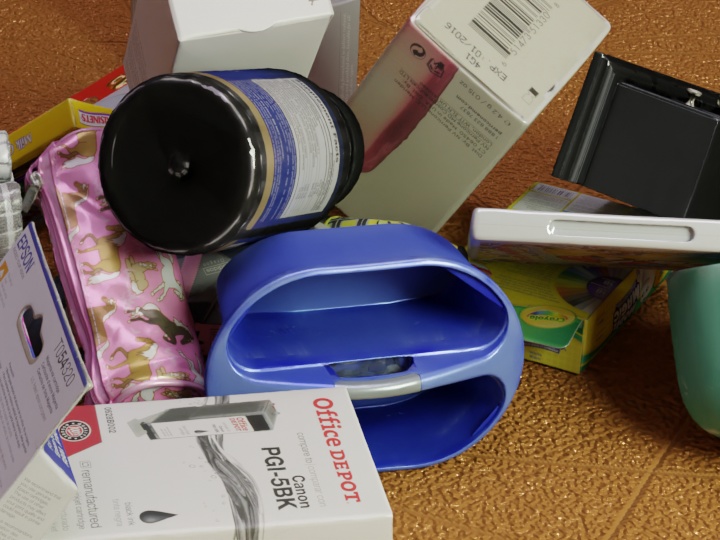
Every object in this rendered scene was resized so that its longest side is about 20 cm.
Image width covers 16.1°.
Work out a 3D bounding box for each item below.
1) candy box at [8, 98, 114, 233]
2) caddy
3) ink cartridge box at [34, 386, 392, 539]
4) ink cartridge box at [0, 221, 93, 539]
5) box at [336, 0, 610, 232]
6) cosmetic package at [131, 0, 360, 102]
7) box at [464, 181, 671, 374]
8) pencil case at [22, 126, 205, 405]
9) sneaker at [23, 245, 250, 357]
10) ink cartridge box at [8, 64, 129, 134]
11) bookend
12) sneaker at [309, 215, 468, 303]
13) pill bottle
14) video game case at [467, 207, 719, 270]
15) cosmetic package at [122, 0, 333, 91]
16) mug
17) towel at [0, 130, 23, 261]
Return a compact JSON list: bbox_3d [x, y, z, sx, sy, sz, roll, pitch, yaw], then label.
[{"bbox_3d":[-0.224,-0.057,1.701,0.199,0.027,0.102,-27,-21,34],"label":"candy box"},{"bbox_3d":[-0.001,0.052,1.553,0.199,0.142,0.105,-6,25,-13],"label":"caddy"},{"bbox_3d":[-0.090,0.140,1.440,0.199,0.083,0.147,-4,28,-11],"label":"ink cartridge box"},{"bbox_3d":[-0.212,0.098,1.413,0.043,0.200,0.197,34,14,-29],"label":"ink cartridge box"},{"bbox_3d":[0.063,-0.119,1.768,0.109,0.200,0.128,41,51,0],"label":"box"},{"bbox_3d":[-0.095,-0.193,2.043,0.200,0.107,0.090,28,37,36],"label":"cosmetic package"},{"bbox_3d":[0.130,0.008,1.745,0.117,0.049,0.200,16,29,23],"label":"box"},{"bbox_3d":[-0.153,0.012,1.592,0.086,0.083,0.201,-15,65,-9],"label":"pencil case"},{"bbox_3d":[-0.130,0.029,1.664,0.199,0.070,0.082,-20,44,-25],"label":"sneaker"},{"bbox_3d":[-0.193,-0.115,1.872,0.160,0.047,0.200,-33,30,-21],"label":"ink cartridge box"},{"bbox_3d":[0.271,-0.066,1.759,0.198,0.093,0.200,24,8,33],"label":"bookend"},{"bbox_3d":[0.000,0.000,1.704,0.076,0.076,0.200,-5,11,-28],"label":"sneaker"},{"bbox_3d":[-0.074,-0.072,1.612,0.111,0.112,0.200,14,10,21],"label":"pill bottle"},{"bbox_3d":[0.160,-0.018,1.622,0.181,0.023,0.200,3,-3,2],"label":"video game case"},{"bbox_3d":[-0.092,-0.154,1.703,0.107,0.200,0.085,-10,71,-16],"label":"cosmetic package"},{"bbox_3d":[0.277,0.050,1.589,0.151,0.115,0.185,-9,-4,26],"label":"mug"},{"bbox_3d":[-0.295,-0.010,1.614,0.165,0.200,0.086,-10,70,-11],"label":"towel"}]
